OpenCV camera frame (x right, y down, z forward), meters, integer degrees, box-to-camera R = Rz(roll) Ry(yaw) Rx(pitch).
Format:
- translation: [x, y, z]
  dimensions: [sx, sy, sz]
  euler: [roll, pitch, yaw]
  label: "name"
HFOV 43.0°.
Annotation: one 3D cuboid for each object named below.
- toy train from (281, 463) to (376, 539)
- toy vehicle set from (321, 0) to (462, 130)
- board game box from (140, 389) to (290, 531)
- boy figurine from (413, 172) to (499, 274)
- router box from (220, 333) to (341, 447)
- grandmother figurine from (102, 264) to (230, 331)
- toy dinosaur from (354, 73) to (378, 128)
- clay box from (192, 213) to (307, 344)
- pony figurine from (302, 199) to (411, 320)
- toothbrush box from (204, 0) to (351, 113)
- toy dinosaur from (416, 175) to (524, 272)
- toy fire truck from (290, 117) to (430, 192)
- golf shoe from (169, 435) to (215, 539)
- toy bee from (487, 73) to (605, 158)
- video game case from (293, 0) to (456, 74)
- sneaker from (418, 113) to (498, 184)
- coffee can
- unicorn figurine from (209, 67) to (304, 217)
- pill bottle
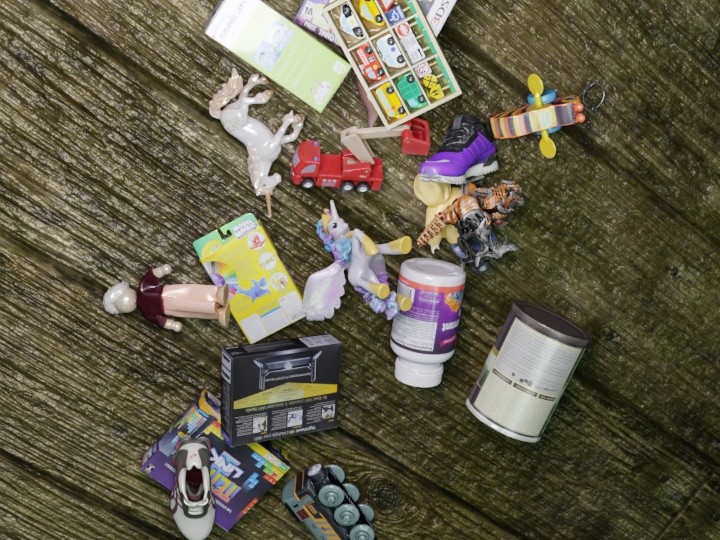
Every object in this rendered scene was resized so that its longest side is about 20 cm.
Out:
- translation: [-0.054, 0.435, 1.644]
  dimensions: [0.114, 0.085, 0.200]
  euler: [-28, 113, 13]
  label: "toy train"
- translation: [0.047, -0.317, 1.313]
  dimensions: [0.124, 0.027, 0.200]
  euler: [-25, 113, 16]
  label: "toy vehicle set"
- translation: [-0.249, 0.330, 1.582]
  dimensions: [0.200, 0.057, 0.165]
  euler: [41, 96, -19]
  label: "board game box"
- translation: [0.153, -0.084, 1.514]
  dimensions: [0.124, 0.064, 0.200]
  euler: [-44, 109, -2]
  label: "boy figurine"
- translation: [-0.133, 0.198, 1.530]
  dimensions: [0.199, 0.052, 0.158]
  euler: [-5, 108, -28]
  label: "router box"
- translation: [-0.312, 0.046, 1.456]
  dimensions: [0.199, 0.061, 0.122]
  euler: [0, 108, 4]
  label: "grandmother figurine"
- translation: [0.032, -0.324, 1.406]
  dimensions: [0.135, 0.086, 0.201]
  euler: [24, 109, -15]
  label: "toy dinosaur"
- translation: [-0.178, 0.008, 1.493]
  dimensions: [0.115, 0.048, 0.201]
  euler: [-27, 110, 1]
  label: "clay box"
- translation: [0.000, 0.000, 1.460]
  dimensions: [0.166, 0.200, 0.194]
  euler: [-18, 119, -31]
  label: "pony figurine"
- translation: [-0.124, -0.330, 1.340]
  dimensions: [0.199, 0.146, 0.086]
  euler: [31, 101, -17]
  label: "toothbrush box"
- translation: [0.178, -0.076, 1.457]
  dimensions: [0.199, 0.102, 0.136]
  euler: [-22, 89, -3]
  label: "toy dinosaur"
- translation: [-0.003, -0.183, 1.420]
  dimensions: [0.199, 0.049, 0.141]
  euler: [4, 147, -11]
  label: "toy fire truck"
- translation: [-0.281, 0.376, 1.518]
  dimensions: [0.077, 0.088, 0.201]
  euler: [-4, 110, -10]
  label: "golf shoe"
- translation: [0.309, -0.259, 1.464]
  dimensions: [0.200, 0.109, 0.131]
  euler: [-38, 109, 3]
  label: "toy bee"
- translation: [0.030, -0.394, 1.312]
  dimensions: [0.199, 0.036, 0.182]
  euler: [27, 114, -8]
  label: "video game case"
- translation: [0.151, -0.194, 1.436]
  dimensions: [0.069, 0.200, 0.100]
  euler: [7, 108, 33]
  label: "sneaker"
- translation: [0.289, 0.173, 1.581]
  dimensions: [0.146, 0.146, 0.201]
  euler: [20, 103, -16]
  label: "coffee can"
- translation: [-0.154, -0.208, 1.421]
  dimensions: [0.137, 0.074, 0.200]
  euler: [-42, 96, 15]
  label: "unicorn figurine"
- translation: [0.110, 0.089, 1.539]
  dimensions: [0.111, 0.111, 0.201]
  euler: [3, 108, -11]
  label: "pill bottle"
